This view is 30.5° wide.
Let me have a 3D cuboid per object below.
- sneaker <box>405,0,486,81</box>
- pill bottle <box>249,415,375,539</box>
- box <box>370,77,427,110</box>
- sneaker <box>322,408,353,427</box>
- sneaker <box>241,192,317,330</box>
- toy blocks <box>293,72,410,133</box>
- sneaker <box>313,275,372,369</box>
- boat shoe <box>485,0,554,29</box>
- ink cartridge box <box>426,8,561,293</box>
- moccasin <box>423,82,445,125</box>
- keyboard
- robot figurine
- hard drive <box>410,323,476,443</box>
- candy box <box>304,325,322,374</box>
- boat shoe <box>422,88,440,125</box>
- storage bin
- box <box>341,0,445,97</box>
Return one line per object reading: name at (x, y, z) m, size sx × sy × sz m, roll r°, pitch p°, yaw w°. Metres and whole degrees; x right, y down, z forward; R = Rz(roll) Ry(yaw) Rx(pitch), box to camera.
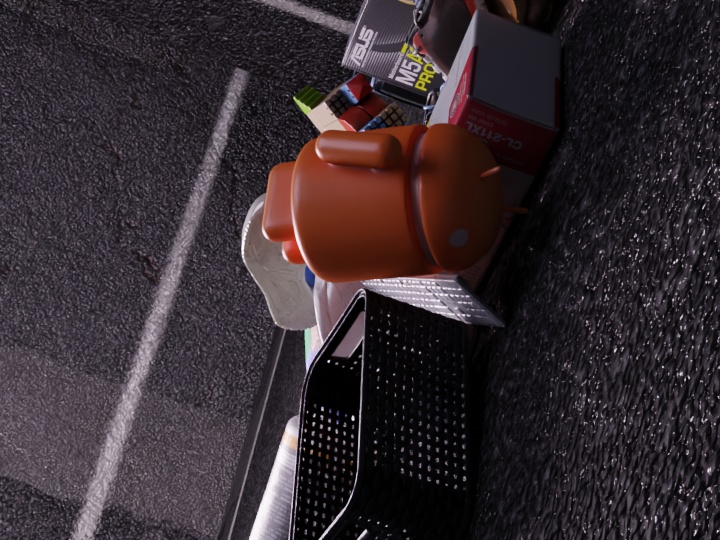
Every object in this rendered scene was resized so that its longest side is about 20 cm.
sneaker at (0.084, -0.212, 1.246) m, size 0.077 × 0.081 × 0.202 m, roll -104°, pitch -2°, yaw -70°
pill bottle at (-0.043, 0.246, 1.227) m, size 0.116 × 0.115 × 0.203 m, roll -158°, pitch 86°, yaw -83°
box at (0.095, -0.294, 1.590) m, size 0.148 × 0.106 × 0.203 m, roll -124°, pitch 52°, yaw -81°
sneaker at (-0.020, 0.192, 1.458) m, size 0.077 × 0.075 × 0.201 m, roll -43°, pitch 20°, yaw 26°
sneaker at (-0.073, -0.040, 1.305) m, size 0.201 × 0.076 × 0.112 m, roll 75°, pitch -171°, yaw -54°
toy blocks at (0.019, -0.152, 1.555) m, size 0.100 × 0.201 × 0.137 m, roll -41°, pitch 9°, yaw -17°
sneaker at (0.005, 0.012, 1.214) m, size 0.075 × 0.087 × 0.203 m, roll -12°, pitch -87°, yaw -76°
boat shoe at (0.153, -0.256, 1.210) m, size 0.070 × 0.071 × 0.200 m, roll -35°, pitch -1°, yaw 0°
ink cartridge box at (0.096, -0.094, 1.133) m, size 0.147 × 0.082 × 0.201 m, roll -80°, pitch 11°, yaw -51°
moccasin at (0.099, -0.150, 1.326) m, size 0.081 × 0.067 × 0.202 m, roll 116°, pitch 170°, yaw -47°
keyboard at (0.053, 0.023, 1.085) m, size 0.011 × 0.056 × 0.200 m, roll -47°, pitch 17°, yaw -15°
robot figurine at (0.023, -0.052, 1.017) m, size 0.117 × 0.197 × 0.146 m, roll -54°, pitch -45°, yaw -59°
hard drive at (0.043, 0.098, 1.184) m, size 0.200 × 0.026 × 0.134 m, roll -159°, pitch 87°, yaw -76°
candy box at (0.000, 0.000, 1.374) m, size 0.170 × 0.076 × 0.201 m, roll -96°, pitch 22°, yaw -45°
boat shoe at (0.079, -0.103, 1.397) m, size 0.074 × 0.060 × 0.202 m, roll 129°, pitch 158°, yaw -67°
storage bin at (0.015, 0.133, 1.016) m, size 0.202 × 0.093 × 0.136 m, roll -86°, pitch 21°, yaw -43°
box at (0.081, -0.263, 1.388) m, size 0.200 × 0.158 × 0.045 m, roll 120°, pitch 166°, yaw -57°
